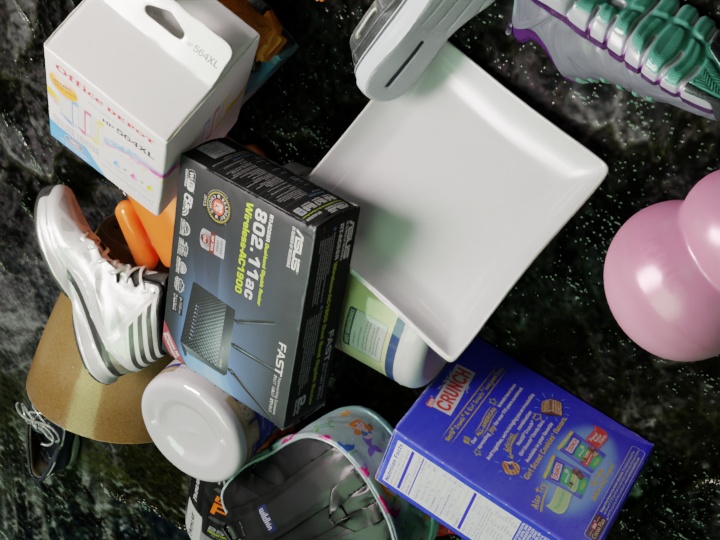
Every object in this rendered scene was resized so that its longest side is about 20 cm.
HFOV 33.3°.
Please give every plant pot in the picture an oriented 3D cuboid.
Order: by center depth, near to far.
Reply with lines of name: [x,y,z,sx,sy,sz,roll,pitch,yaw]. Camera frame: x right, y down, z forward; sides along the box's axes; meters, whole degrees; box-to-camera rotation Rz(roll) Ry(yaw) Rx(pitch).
plant pot: [-0.248,0.049,1.292,0.185,0.186,0.202,26,114,18]

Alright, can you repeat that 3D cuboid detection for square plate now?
square plate: [0.067,-0.063,0.987,0.198,0.028,0.201,41,92,19]

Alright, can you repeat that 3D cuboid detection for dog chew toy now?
dog chew toy: [0.278,-0.018,0.897,0.125,0.125,0.200,48,127,-3]

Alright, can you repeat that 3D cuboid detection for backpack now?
backpack: [-0.019,0.227,1.169,0.179,0.150,0.200,57,136,7]

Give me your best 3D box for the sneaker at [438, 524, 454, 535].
sneaker: [0.091,0.265,1.248,0.115,0.078,0.201,36,135,12]

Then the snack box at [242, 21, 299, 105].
snack box: [-0.158,-0.246,1.103,0.201,0.037,0.116,50,134,-4]

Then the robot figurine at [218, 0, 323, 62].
robot figurine: [-0.118,-0.281,1.014,0.145,0.058,0.200,-44,91,12]

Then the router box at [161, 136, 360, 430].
router box: [-0.088,0.011,1.011,0.149,0.062,0.202,28,124,28]

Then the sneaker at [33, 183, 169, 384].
sneaker: [-0.234,-0.002,1.169,0.114,0.076,0.203,-21,89,18]

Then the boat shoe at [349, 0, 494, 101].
boat shoe: [0.053,-0.224,0.944,0.200,0.072,0.071,-44,58,30]

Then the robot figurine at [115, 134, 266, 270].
robot figurine: [-0.155,-0.060,1.174,0.116,0.143,0.202,9,128,60]

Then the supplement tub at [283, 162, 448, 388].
supplement tub: [0.000,0.000,1.084,0.198,0.145,0.146,27,132,17]

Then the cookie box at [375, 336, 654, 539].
cookie box: [0.140,0.172,1.085,0.199,0.171,0.076,32,130,14]

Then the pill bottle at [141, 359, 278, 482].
pill bottle: [-0.112,0.103,1.195,0.118,0.200,0.121,18,129,24]

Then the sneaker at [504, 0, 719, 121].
sneaker: [0.198,-0.163,0.899,0.199,0.074,0.088,39,151,17]

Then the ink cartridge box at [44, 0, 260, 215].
ink cartridge box: [-0.177,-0.160,1.007,0.128,0.126,0.200,37,160,1]

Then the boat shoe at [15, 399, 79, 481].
boat shoe: [-0.405,0.193,1.561,0.074,0.062,0.201,32,133,15]

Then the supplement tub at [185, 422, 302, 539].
supplement tub: [-0.128,0.222,1.342,0.121,0.123,0.202,27,132,17]
